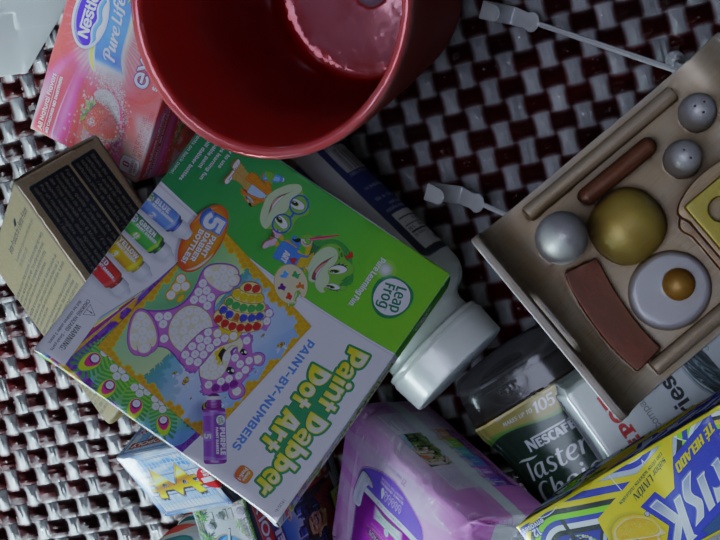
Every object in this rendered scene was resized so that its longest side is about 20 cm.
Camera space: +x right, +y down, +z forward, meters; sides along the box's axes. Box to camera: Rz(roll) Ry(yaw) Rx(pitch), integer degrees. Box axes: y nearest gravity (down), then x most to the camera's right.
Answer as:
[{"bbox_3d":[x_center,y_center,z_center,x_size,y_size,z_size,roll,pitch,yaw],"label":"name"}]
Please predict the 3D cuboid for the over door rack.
[{"bbox_3d":[0.156,-0.086,1.165,0.200,0.067,0.148,23,104,31],"label":"over door rack"}]

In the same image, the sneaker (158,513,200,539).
[{"bbox_3d":[-0.076,0.253,1.330,0.200,0.093,0.070,23,110,18],"label":"sneaker"}]

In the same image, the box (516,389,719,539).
[{"bbox_3d":[0.190,0.122,1.012,0.200,0.070,0.064,-39,84,36],"label":"box"}]

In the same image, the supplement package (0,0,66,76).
[{"bbox_3d":[-0.335,-0.250,1.273,0.200,0.191,0.147,41,114,11],"label":"supplement package"}]

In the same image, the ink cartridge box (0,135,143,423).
[{"bbox_3d":[-0.191,0.012,1.277,0.165,0.075,0.200,55,158,3],"label":"ink cartridge box"}]

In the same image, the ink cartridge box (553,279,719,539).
[{"bbox_3d":[0.245,0.079,1.113,0.200,0.083,0.147,-36,87,1],"label":"ink cartridge box"}]

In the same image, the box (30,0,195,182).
[{"bbox_3d":[-0.152,-0.179,1.263,0.103,0.095,0.200,28,112,17],"label":"box"}]

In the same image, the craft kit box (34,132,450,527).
[{"bbox_3d":[-0.076,0.031,1.144,0.197,0.049,0.200,34,80,5],"label":"craft kit box"}]

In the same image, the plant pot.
[{"bbox_3d":[-0.025,-0.184,1.159,0.200,0.177,0.201,5,103,23],"label":"plant pot"}]

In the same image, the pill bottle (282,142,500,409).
[{"bbox_3d":[0.000,0.000,1.228,0.200,0.111,0.111,45,115,9],"label":"pill bottle"}]

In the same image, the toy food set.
[{"bbox_3d":[0.187,-0.027,1.050,0.200,0.060,0.144,-40,85,0],"label":"toy food set"}]

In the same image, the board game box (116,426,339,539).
[{"bbox_3d":[-0.089,0.149,1.253,0.062,0.200,0.200,-14,96,25],"label":"board game box"}]

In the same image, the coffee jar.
[{"bbox_3d":[0.157,0.133,1.204,0.104,0.085,0.200,-35,86,27],"label":"coffee jar"}]

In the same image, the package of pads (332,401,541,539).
[{"bbox_3d":[0.054,0.182,1.212,0.200,0.076,0.121,37,123,58],"label":"package of pads"}]
